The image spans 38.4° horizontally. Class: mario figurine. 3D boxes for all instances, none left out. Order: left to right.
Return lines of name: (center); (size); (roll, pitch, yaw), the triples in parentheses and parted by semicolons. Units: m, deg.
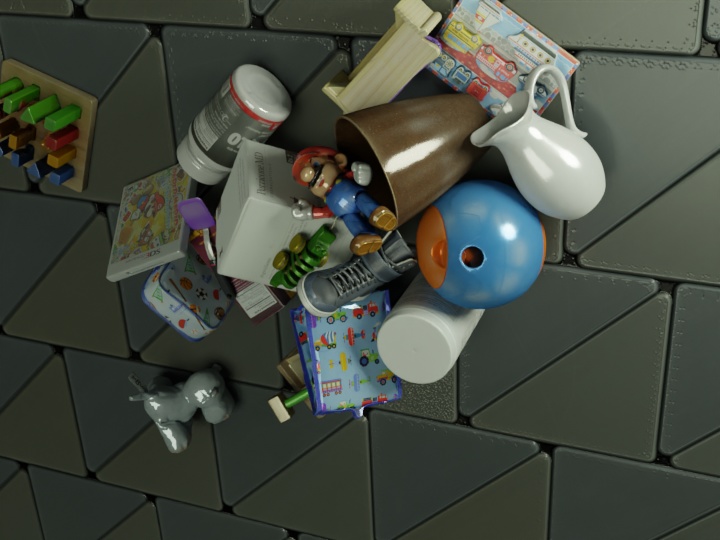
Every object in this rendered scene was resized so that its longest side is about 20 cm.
mario figurine: (-0.042, -0.112, 1.519); (0.200, 0.123, 0.106); (48, 170, 34)

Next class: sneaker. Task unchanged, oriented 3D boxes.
sneaker: (-0.001, -0.002, 1.572); (0.146, 0.202, 0.077); (-35, 83, 30)

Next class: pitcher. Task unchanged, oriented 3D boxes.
pitcher: (0.283, -0.186, 1.521); (0.200, 0.121, 0.172); (41, 83, -23)

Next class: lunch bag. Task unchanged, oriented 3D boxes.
lunch bag: (-0.298, 0.017, 1.853); (0.160, 0.200, 0.076); (41, 128, -16)
lunch bag: (-0.017, 0.143, 1.702); (0.094, 0.150, 0.200); (148, 113, -68)

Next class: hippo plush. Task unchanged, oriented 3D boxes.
hippo plush: (-0.340, 0.242, 2.049); (0.161, 0.159, 0.200); (-26, 122, 2)

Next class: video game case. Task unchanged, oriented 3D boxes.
video game case: (-0.369, -0.091, 1.842); (0.182, 0.200, 0.023); (-17, 144, 31)

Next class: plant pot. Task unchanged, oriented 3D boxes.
plant pot: (0.092, -0.185, 1.555); (0.187, 0.200, 0.187); (57, 165, 25)

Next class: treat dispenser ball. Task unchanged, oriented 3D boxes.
treat dispenser ball: (0.185, -0.040, 1.593); (0.201, 0.201, 0.201); (11, 120, 20)

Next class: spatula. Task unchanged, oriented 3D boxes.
spatula: (-0.257, -0.035, 1.776); (0.056, 0.021, 0.200); (-9, 113, 27)

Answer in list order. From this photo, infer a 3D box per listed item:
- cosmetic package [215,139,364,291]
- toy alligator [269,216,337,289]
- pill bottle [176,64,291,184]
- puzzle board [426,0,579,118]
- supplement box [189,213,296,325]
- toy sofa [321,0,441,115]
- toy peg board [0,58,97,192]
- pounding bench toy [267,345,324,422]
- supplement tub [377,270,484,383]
cosmetic package: (-0.119, -0.083, 1.690); (0.200, 0.165, 0.165); (13, 127, -20)
toy alligator: (-0.074, -0.028, 1.599); (0.059, 0.054, 0.200); (31, 119, -30)
pill bottle: (-0.215, -0.238, 1.727); (0.114, 0.114, 0.200); (46, 125, -3)
puzzle board: (0.205, -0.312, 1.552); (0.200, 0.017, 0.151); (37, 125, 2)
supplement box: (-0.198, -0.020, 1.836); (0.086, 0.110, 0.200); (-31, 100, 34)
toy sofa: (0.042, -0.319, 1.584); (0.098, 0.083, 0.200); (42, 125, -6)
toy peg board: (-0.607, -0.254, 1.911); (0.200, 0.098, 0.199); (25, 124, 11)
pounding bench toy: (-0.054, 0.180, 1.803); (0.124, 0.200, 0.156); (52, 138, -8)
supplement tub: (0.120, 0.079, 1.687); (0.132, 0.200, 0.132); (11, 120, 20)
